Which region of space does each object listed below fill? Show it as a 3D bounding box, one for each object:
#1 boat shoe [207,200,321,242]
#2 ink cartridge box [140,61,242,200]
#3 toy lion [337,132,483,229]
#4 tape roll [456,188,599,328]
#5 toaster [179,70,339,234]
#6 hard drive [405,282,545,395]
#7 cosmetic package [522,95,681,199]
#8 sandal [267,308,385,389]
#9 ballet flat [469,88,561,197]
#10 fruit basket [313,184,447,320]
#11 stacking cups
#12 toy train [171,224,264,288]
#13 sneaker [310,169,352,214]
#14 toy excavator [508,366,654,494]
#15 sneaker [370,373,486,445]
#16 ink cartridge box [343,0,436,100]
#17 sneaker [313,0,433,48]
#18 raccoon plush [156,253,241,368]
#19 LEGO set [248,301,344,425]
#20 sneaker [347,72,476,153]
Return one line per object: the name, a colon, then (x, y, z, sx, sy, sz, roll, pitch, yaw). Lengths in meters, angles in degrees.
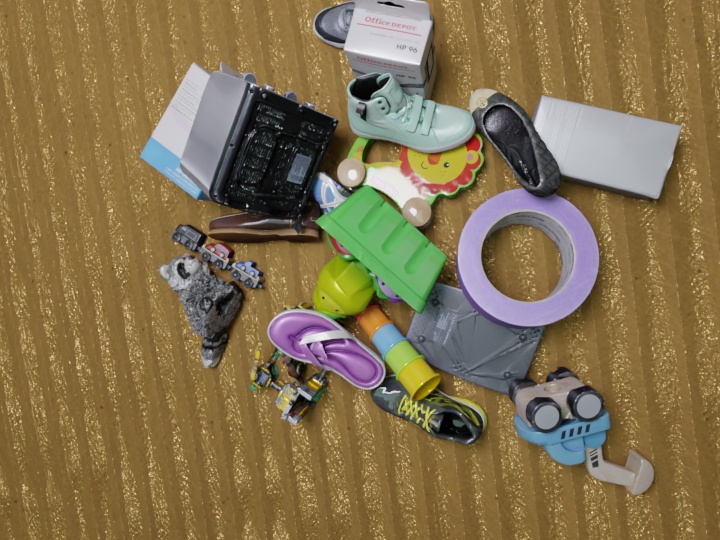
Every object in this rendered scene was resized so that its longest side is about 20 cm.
boat shoe: (-0.164, -0.085, 0.956, 0.198, 0.070, 0.071, 0, 80, 4)
ink cartridge box: (-0.242, -0.234, 0.929, 0.125, 0.128, 0.201, 37, 101, 7)
toy lion: (0.089, -0.179, 0.894, 0.199, 0.069, 0.193, 31, 94, 10)
tape roll: (0.244, -0.015, 0.832, 0.198, 0.085, 0.202, -1, 82, 7)
toaster: (-0.150, -0.177, 0.831, 0.118, 0.180, 0.202, 36, 109, 37)
hard drive: (0.180, 0.107, 0.899, 0.198, 0.042, 0.136, 21, 99, 11)
cosmetic package: (0.346, -0.179, 0.817, 0.198, 0.090, 0.108, 18, 99, 8)
sandal: (-0.046, 0.121, 0.852, 0.201, 0.050, 0.083, 26, 94, -11)
ballet flat: (0.217, -0.189, 0.785, 0.066, 0.057, 0.201, -43, 64, 26)
fruit basket: (0.000, 0.000, 0.838, 0.213, 0.156, 0.218, 0, 96, -5)
stacking cups: (0.044, 0.118, 0.895, 0.061, 0.060, 0.200, -50, 58, 12)
toy train: (-0.253, -0.027, 0.999, 0.199, 0.034, 0.046, 31, 90, 10)
sneaker: (-0.034, -0.093, 0.911, 0.200, 0.076, 0.077, 45, 98, 3)
toy excavator: (0.336, 0.256, 0.841, 0.192, 0.100, 0.202, -13, 102, -3)
sneaker: (0.109, 0.224, 0.903, 0.198, 0.085, 0.075, 14, 97, 12)
ink cartridge box: (0.046, -0.316, 0.813, 0.115, 0.200, 0.069, 15, 86, 12)
sneaker: (0.011, -0.401, 0.864, 0.198, 0.114, 0.076, 5, 95, 13)
raccoon plush: (-0.301, 0.067, 0.980, 0.133, 0.097, 0.202, 29, 110, 18)
LEGO set: (-0.110, 0.157, 0.933, 0.154, 0.116, 0.201, 41, 101, 7)
sneaker: (0.073, -0.236, 0.819, 0.198, 0.118, 0.075, 7, 77, 9)
